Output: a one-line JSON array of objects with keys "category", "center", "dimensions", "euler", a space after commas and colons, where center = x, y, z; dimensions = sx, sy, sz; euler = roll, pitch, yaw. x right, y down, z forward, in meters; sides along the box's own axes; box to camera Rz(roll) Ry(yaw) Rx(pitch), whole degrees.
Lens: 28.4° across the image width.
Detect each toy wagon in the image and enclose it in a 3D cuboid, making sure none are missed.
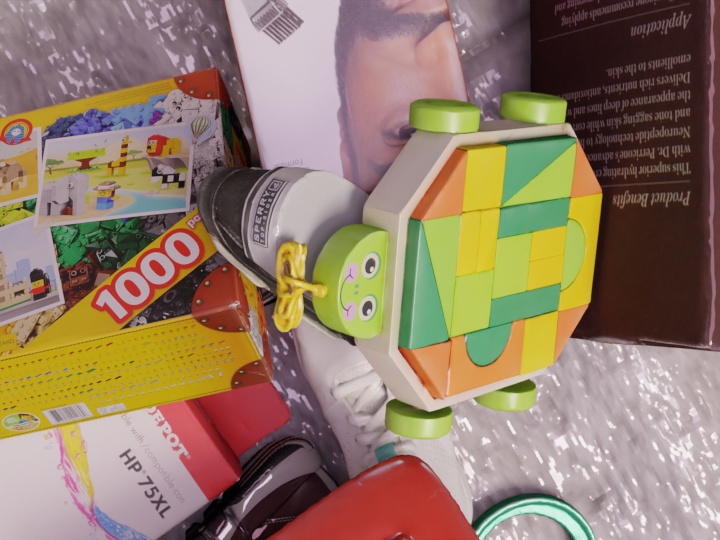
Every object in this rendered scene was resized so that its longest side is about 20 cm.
[{"category": "toy wagon", "center": [0.042, 0.000, 0.658], "dimensions": [0.199, 0.039, 0.157], "euler": [-11, 110, -47]}]

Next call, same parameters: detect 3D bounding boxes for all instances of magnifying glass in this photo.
[{"category": "magnifying glass", "center": [0.058, 0.213, 0.829], "dimensions": [0.200, 0.022, 0.080], "euler": [-45, 95, 0]}]

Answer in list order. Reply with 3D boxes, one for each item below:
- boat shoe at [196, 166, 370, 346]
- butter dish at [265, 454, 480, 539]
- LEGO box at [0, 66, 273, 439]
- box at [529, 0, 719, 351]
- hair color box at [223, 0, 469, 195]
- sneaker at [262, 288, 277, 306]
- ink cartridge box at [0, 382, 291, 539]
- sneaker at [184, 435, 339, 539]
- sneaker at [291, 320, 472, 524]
[{"category": "boat shoe", "center": [0.000, 0.000, 0.691], "dimensions": [0.200, 0.063, 0.071], "euler": [37, 74, -48]}, {"category": "butter dish", "center": [-0.015, 0.224, 0.715], "dimensions": [0.199, 0.148, 0.201], "euler": [-34, 93, -21]}, {"category": "LEGO box", "center": [-0.153, -0.004, 0.726], "dimensions": [0.198, 0.077, 0.150], "euler": [-13, 56, 5]}, {"category": "box", "center": [0.196, -0.065, 0.744], "dimensions": [0.163, 0.166, 0.202], "euler": [-1, 92, -24]}, {"category": "hair color box", "center": [-0.014, -0.134, 0.722], "dimensions": [0.110, 0.064, 0.202], "euler": [-13, 90, -2]}, {"category": "sneaker", "center": [0.010, 0.006, 0.793], "dimensions": [0.198, 0.071, 0.083], "euler": [-6, 86, -8]}, {"category": "ink cartridge box", "center": [-0.146, 0.098, 0.783], "dimensions": [0.199, 0.067, 0.117], "euler": [-36, 94, -4]}, {"category": "sneaker", "center": [-0.067, 0.199, 0.792], "dimensions": [0.116, 0.076, 0.200], "euler": [45, 87, -8]}, {"category": "sneaker", "center": [0.017, 0.091, 0.759], "dimensions": [0.075, 0.089, 0.201], "euler": [-18, 112, 12]}]
